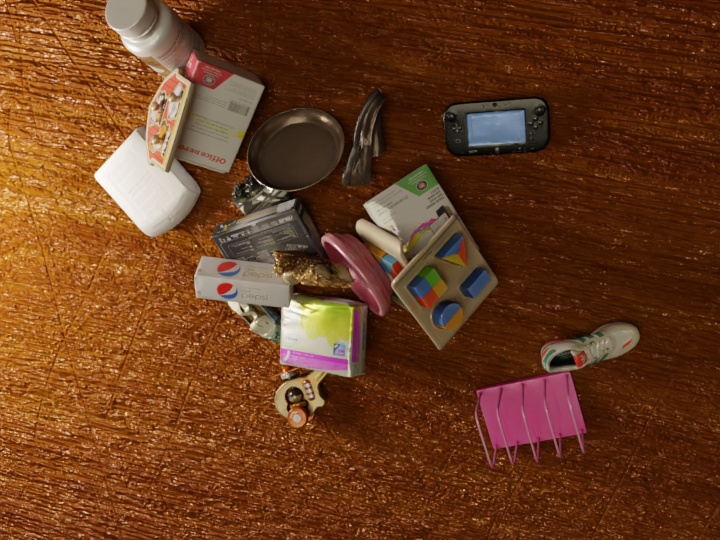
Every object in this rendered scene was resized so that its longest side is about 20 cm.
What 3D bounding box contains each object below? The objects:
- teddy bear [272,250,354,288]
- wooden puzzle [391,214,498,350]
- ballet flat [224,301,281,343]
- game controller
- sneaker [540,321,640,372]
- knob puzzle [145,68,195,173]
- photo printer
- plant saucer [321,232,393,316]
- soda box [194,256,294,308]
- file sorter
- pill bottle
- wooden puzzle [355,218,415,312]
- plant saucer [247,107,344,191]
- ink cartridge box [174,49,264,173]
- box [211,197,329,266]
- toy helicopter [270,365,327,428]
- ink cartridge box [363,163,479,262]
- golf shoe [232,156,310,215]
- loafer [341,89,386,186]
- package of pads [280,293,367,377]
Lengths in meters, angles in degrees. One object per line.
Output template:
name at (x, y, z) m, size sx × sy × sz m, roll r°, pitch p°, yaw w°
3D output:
teddy bear at (-0.099, 0.007, 1.506) m, size 0.199 × 0.145 × 0.067 m, roll 12°, pitch 99°, yaw 35°
wooden puzzle at (0.170, 0.027, 1.439) m, size 0.185 × 0.046 × 0.200 m, roll -47°, pitch 124°, yaw -16°
ballet flat at (-0.237, 0.096, 1.689) m, size 0.200 × 0.074 × 0.074 m, roll 43°, pitch 111°, yaw 0°
game controller at (0.259, -0.273, 1.470) m, size 0.199 × 0.042 × 0.105 m, roll -1°, pitch 105°, yaw 15°
sneaker at (0.452, 0.161, 1.515) m, size 0.199 × 0.093 × 0.071 m, roll -17°, pitch 101°, yaw 18°
knob puzzle at (-0.394, -0.303, 1.515) m, size 0.030 × 0.220 × 0.220 m, roll 11°, pitch 115°, yaw -34°
photo printer at (-0.453, -0.184, 1.664) m, size 0.166 × 0.069 × 0.200 m, roll -41°, pitch 93°, yaw 20°
plant saucer at (0.000, 0.000, 1.549) m, size 0.051 × 0.200 × 0.201 m, roll -38°, pitch 94°, yaw -11°
soda box at (-0.240, 0.024, 1.604) m, size 0.199 × 0.068 × 0.064 m, roll 6°, pitch 129°, yaw 2°
file sorter at (0.345, 0.309, 1.567) m, size 0.199 × 0.125 × 0.140 m, roll -15°, pitch 102°, yaw 18°
pill bottle at (-0.396, -0.457, 1.490) m, size 0.114 × 0.200 × 0.115 m, roll -4°, pitch 78°, yaw 17°
wooden puzzle at (0.066, 0.007, 1.506) m, size 0.037 × 0.185 × 0.201 m, roll -34°, pitch 120°, yaw -13°
plant saucer at (-0.126, -0.236, 1.534) m, size 0.199 × 0.032 × 0.201 m, roll -5°, pitch 63°, yaw 10°
ink cartridge box at (-0.302, -0.316, 1.547) m, size 0.145 × 0.083 × 0.201 m, roll 16°, pitch 113°, yaw -30°
box at (-0.186, -0.050, 1.616) m, size 0.199 × 0.048 × 0.159 m, roll -17°, pitch 123°, yaw 19°
toy helicopter at (-0.116, 0.242, 1.708) m, size 0.132 × 0.079 × 0.200 m, roll 44°, pitch 100°, yaw 9°
ink cartridge box at (0.119, -0.086, 1.516) m, size 0.144 × 0.084 × 0.200 m, roll -33°, pitch 95°, yaw 0°
golf shoe at (-0.167, -0.174, 1.601) m, size 0.199 × 0.078 × 0.095 m, roll -25°, pitch 121°, yaw 17°
loafer at (0.020, -0.258, 1.528) m, size 0.071 × 0.073 × 0.201 m, roll 16°, pitch 114°, yaw -2°
package of pads at (-0.080, 0.130, 1.615) m, size 0.199 × 0.068 × 0.155 m, roll 5°, pitch 94°, yaw 34°
